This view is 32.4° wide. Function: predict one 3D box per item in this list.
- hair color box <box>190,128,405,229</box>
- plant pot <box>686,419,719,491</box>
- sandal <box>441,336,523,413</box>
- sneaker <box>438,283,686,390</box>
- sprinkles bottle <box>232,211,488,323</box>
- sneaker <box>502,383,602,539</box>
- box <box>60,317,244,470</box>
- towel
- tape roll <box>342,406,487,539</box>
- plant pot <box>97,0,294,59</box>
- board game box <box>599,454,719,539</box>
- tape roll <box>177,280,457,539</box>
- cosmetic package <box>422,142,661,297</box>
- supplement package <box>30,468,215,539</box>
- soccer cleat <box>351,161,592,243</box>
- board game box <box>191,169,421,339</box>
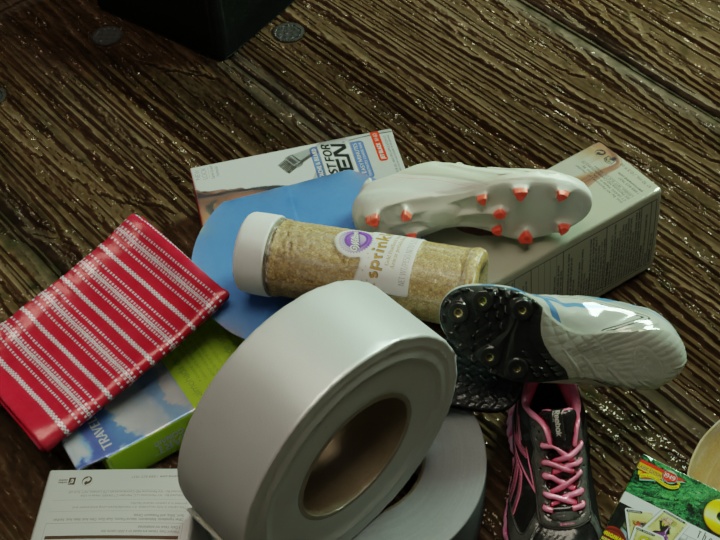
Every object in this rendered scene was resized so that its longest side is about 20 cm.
[{"bbox_3d":[-0.052,-0.060,1.176,0.200,0.064,0.111,-13,50,-6],"label":"hair color box"},{"bbox_3d":[0.351,0.187,0.955,0.200,0.028,0.200,-2,48,2],"label":"plant pot"},{"bbox_3d":[0.028,0.076,0.978,0.200,0.045,0.075,12,75,-3],"label":"sandal"},{"bbox_3d":[0.151,0.049,0.952,0.200,0.072,0.072,12,11,-14],"label":"sneaker"},{"bbox_3d":[0.000,0.000,0.998,0.200,0.068,0.068,9,50,15],"label":"sprinkles bottle"},{"bbox_3d":[0.149,0.151,0.956,0.079,0.095,0.200,-1,49,-1],"label":"sneaker"},{"bbox_3d":[-0.169,0.094,1.057,0.200,0.048,0.122,-27,52,-19],"label":"box"},{"bbox_3d":[-0.225,0.047,1.039,0.200,0.022,0.145,-41,53,-14],"label":"towel"},{"bbox_3d":[-0.001,0.164,0.972,0.200,0.066,0.200,-2,49,3],"label":"tape roll"},{"bbox_3d":[-0.179,-0.390,1.399,0.200,0.178,0.200,28,56,24],"label":"plant pot"},{"bbox_3d":[0.273,0.219,0.889,0.200,0.023,0.105,25,53,17],"label":"board game box"},{"bbox_3d":[-0.026,0.109,0.847,0.202,0.203,0.071,-37,58,-26],"label":"tape roll"},{"bbox_3d":[0.160,-0.017,1.098,0.200,0.103,0.087,-27,50,-21],"label":"cosmetic package"},{"bbox_3d":[-0.167,0.254,0.862,0.120,0.121,0.200,-2,49,9],"label":"supplement package"},{"bbox_3d":[0.091,-0.064,1.037,0.200,0.069,0.078,-5,41,7],"label":"soccer cleat"},{"bbox_3d":[-0.046,-0.007,1.080,0.200,0.039,0.158,-15,51,-5],"label":"board game box"}]
